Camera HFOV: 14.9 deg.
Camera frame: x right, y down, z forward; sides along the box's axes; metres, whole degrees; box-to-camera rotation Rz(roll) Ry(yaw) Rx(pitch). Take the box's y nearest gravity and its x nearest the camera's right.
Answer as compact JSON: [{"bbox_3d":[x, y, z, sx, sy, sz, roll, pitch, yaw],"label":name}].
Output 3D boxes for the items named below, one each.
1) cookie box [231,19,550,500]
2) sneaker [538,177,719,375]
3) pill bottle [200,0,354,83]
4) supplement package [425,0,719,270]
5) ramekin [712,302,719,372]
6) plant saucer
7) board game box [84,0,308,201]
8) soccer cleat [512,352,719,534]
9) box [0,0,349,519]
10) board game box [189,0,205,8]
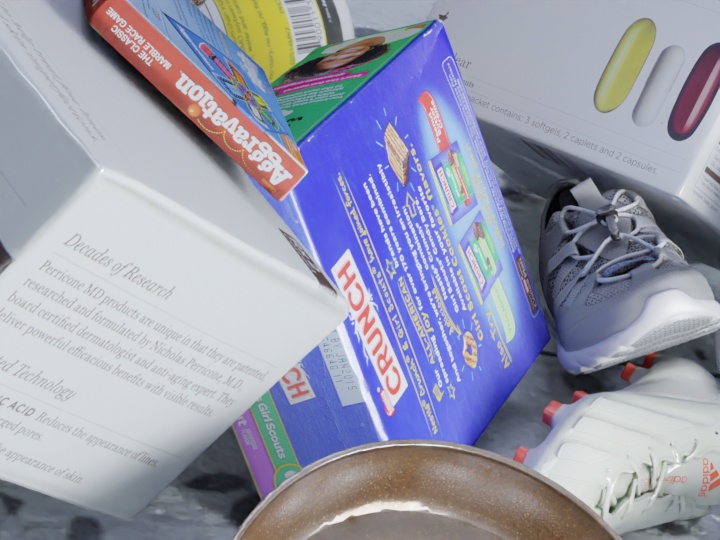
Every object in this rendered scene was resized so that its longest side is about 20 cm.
[{"bbox_3d":[0.000,0.000,1.238,0.075,0.172,0.200,-13,16,26],"label":"cookie box"},{"bbox_3d":[0.116,-0.002,1.331,0.074,0.082,0.200,-17,8,-9],"label":"sneaker"},{"bbox_3d":[-0.109,-0.108,1.454,0.199,0.115,0.114,-13,38,-42],"label":"pill bottle"},{"bbox_3d":[0.149,-0.087,1.438,0.200,0.111,0.156,24,-7,40],"label":"supplement package"},{"bbox_3d":[0.264,0.038,1.326,0.199,0.105,0.200,27,21,-11],"label":"ramekin"},{"bbox_3d":[0.032,0.160,1.029,0.199,0.032,0.201,10,59,-17],"label":"plant saucer"},{"bbox_3d":[-0.073,-0.091,1.137,0.103,0.019,0.200,42,7,-15],"label":"board game box"},{"bbox_3d":[0.127,0.088,1.254,0.077,0.070,0.200,29,28,20],"label":"soccer cleat"},{"bbox_3d":[-0.140,-0.032,1.054,0.199,0.131,0.200,51,10,29],"label":"box"},{"bbox_3d":[-0.133,-0.186,1.278,0.159,0.200,0.097,31,56,-12],"label":"board game box"}]
